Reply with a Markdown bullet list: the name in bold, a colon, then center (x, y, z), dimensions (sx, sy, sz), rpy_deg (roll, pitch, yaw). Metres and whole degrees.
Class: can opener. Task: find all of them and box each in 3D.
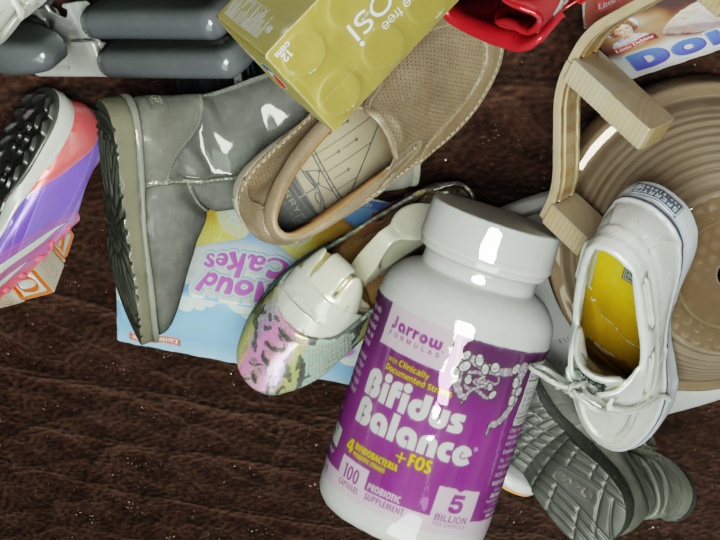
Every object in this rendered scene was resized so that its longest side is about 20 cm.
- **can opener**: center (-0.154, -0.136, 0.966), dimensions (0.198, 0.067, 0.053), rpy_deg (3, 130, 34)

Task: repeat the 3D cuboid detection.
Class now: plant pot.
- **plant pot**: center (0.216, -0.012, 0.959), dimensions (0.198, 0.093, 0.203), rpy_deg (-1, 108, -3)

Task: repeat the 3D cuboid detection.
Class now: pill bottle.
- **pill bottle**: center (0.053, 0.061, 0.964), dimensions (0.111, 0.112, 0.202), rpy_deg (16, 100, -6)

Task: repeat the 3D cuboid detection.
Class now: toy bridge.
- **toy bridge**: center (0.143, -0.097, 0.878), dimensions (0.067, 0.027, 0.201), rpy_deg (46, 136, 21)

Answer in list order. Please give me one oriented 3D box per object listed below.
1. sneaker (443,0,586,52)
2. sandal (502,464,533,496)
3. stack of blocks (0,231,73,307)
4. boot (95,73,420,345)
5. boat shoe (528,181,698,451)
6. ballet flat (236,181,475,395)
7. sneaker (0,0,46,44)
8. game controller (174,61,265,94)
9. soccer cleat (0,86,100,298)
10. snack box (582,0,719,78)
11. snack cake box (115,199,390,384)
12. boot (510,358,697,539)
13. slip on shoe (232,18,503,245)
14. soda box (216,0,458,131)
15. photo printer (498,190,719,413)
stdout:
- **sneaker**: center (0.133, -0.167, 0.855), dimensions (0.198, 0.116, 0.079), rpy_deg (-11, 134, 23)
- **sandal**: center (0.058, 0.106, 1.107), dimensions (0.079, 0.207, 0.060), rpy_deg (24, 109, -30)
- **stack of blocks**: center (-0.309, -0.058, 1.114), dimensions (0.114, 0.059, 0.201), rpy_deg (-14, 132, 25)
- **boot**: center (-0.060, -0.049, 0.993), dimensions (0.198, 0.073, 0.184), rpy_deg (-13, 126, -22)
- **boat shoe**: center (0.141, 0.049, 0.903), dimensions (0.074, 0.086, 0.203), rpy_deg (32, 143, 24)
- **ballet flat**: center (0.000, 0.000, 1.003), dimensions (0.069, 0.199, 0.071), rpy_deg (47, 152, 10)
- **sneaker**: center (-0.199, -0.178, 0.928), dimensions (0.199, 0.100, 0.078), rpy_deg (-25, 128, 33)
- **game controller**: center (-0.069, -0.130, 1.007), dimensions (0.103, 0.042, 0.201), rpy_deg (-6, 138, -3)
- **soccer cleat**: center (-0.232, -0.023, 1.064), dimensions (0.073, 0.068, 0.201), rpy_deg (26, 95, -43)
- **snack box**: center (0.230, -0.163, 0.893), dimensions (0.198, 0.025, 0.072), rpy_deg (-16, 152, 27)
- **snack cake box**: center (-0.060, 0.004, 1.084), dimensions (0.197, 0.116, 0.068), rpy_deg (10, 139, 1)
- **boot**: center (0.134, 0.097, 1.057), dimensions (0.068, 0.201, 0.130), rpy_deg (-46, 159, 24)
- **slip on shoe**: center (0.011, -0.087, 0.931), dimensions (0.199, 0.061, 0.076), rpy_deg (-36, 109, -8)
- **soda box**: center (0.022, -0.174, 0.824), dimensions (0.200, 0.064, 0.068), rpy_deg (-46, 131, 0)
- **photo printer**: center (0.158, 0.025, 1.094), dimensions (0.165, 0.070, 0.200), rpy_deg (-17, 131, 28)
